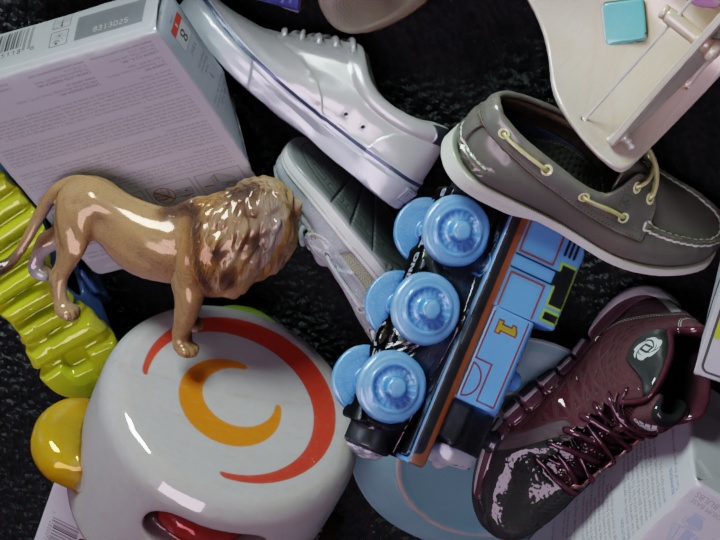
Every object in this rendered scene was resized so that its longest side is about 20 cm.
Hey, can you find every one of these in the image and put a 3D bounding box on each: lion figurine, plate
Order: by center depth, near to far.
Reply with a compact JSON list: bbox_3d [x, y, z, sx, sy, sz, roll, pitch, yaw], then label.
[{"bbox_3d":[-0.143,-0.021,1.248,0.199,0.073,0.123,14,115,-1],"label":"lion figurine"},{"bbox_3d":[0.091,0.129,1.328,0.199,0.026,0.201,0,127,0],"label":"plate"}]

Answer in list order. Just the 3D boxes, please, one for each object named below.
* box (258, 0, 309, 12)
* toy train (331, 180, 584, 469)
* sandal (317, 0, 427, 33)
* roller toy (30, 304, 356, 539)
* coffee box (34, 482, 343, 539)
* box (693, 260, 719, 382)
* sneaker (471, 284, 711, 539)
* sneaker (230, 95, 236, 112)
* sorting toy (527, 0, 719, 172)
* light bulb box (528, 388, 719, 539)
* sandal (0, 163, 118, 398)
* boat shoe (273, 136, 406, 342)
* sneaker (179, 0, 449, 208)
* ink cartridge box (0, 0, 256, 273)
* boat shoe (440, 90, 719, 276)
[{"bbox_3d":[-0.121,-0.251,1.239,0.199,0.032,0.122,15,118,8],"label":"box"},{"bbox_3d":[0.062,0.037,1.229,0.114,0.087,0.201,24,84,-15],"label":"toy train"},{"bbox_3d":[0.036,-0.211,1.179,0.200,0.054,0.081,-26,88,41],"label":"sandal"},{"bbox_3d":[-0.107,0.131,1.314,0.183,0.200,0.140,50,138,21],"label":"roller toy"},{"bbox_3d":[-0.127,0.198,1.413,0.199,0.114,0.080,25,119,3],"label":"coffee box"},{"bbox_3d":[0.253,-0.022,1.141,0.060,0.200,0.117,17,120,8],"label":"box"},{"bbox_3d":[0.155,0.100,1.234,0.076,0.115,0.200,36,89,-21],"label":"sneaker"},{"bbox_3d":[-0.185,-0.098,1.308,0.199,0.070,0.076,12,111,10],"label":"sneaker"},{"bbox_3d":[0.167,-0.198,1.146,0.180,0.107,0.200,44,127,6],"label":"sorting toy"},{"bbox_3d":[0.237,0.213,1.287,0.198,0.125,0.200,31,120,-11],"label":"light bulb box"},{"bbox_3d":[-0.235,-0.004,1.348,0.079,0.087,0.200,-22,119,9],"label":"sandal"},{"bbox_3d":[0.001,0.000,1.303,0.065,0.074,0.202,-31,110,23],"label":"boat shoe"},{"bbox_3d":[-0.029,-0.128,1.261,0.200,0.073,0.071,39,93,-2],"label":"sneaker"},{"bbox_3d":[-0.153,-0.088,1.265,0.162,0.050,0.200,-13,140,21],"label":"ink cartridge box"},{"bbox_3d":[0.151,-0.055,1.200,0.201,0.072,0.060,20,139,-19],"label":"boat shoe"}]
